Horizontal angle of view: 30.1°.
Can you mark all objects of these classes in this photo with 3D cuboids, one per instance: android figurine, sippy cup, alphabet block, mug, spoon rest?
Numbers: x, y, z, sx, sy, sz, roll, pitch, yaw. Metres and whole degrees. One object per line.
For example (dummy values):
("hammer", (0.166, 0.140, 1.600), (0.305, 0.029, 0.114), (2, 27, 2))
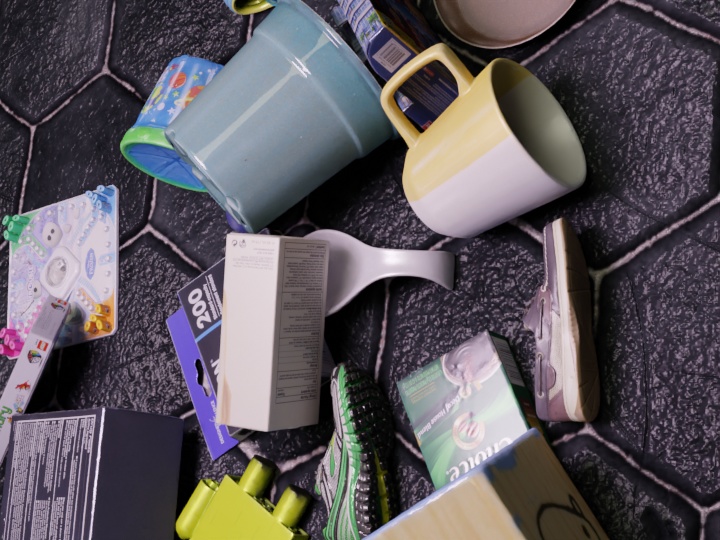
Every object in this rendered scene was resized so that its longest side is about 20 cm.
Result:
("android figurine", (-0.134, 0.311, 1.480), (0.182, 0.041, 0.201), (35, 97, 36))
("sippy cup", (-0.205, -0.181, 1.615), (0.177, 0.140, 0.131), (9, 71, 27))
("alphabet block", (0.112, 0.287, 1.187), (0.196, 0.195, 0.201), (-37, 81, 23))
("mug", (0.116, -0.126, 1.362), (0.153, 0.149, 0.188), (-35, 75, 32))
("spoon rest", (0.000, 0.000, 1.445), (0.199, 0.061, 0.100), (-5, 74, 26))

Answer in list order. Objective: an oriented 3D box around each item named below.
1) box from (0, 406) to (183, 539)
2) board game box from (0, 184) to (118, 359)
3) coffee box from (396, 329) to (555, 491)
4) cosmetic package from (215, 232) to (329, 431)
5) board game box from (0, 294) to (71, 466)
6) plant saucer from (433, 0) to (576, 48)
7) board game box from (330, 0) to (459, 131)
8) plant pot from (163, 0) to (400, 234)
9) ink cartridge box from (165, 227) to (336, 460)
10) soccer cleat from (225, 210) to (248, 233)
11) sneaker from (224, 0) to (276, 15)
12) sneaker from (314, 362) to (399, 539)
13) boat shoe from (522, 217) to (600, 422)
("box", (-0.313, 0.267, 1.549), (0.198, 0.123, 0.202), (-9, 72, 45))
("board game box", (-0.398, 0.002, 1.757), (0.199, 0.026, 0.202), (-14, 70, 31))
("coffee box", (0.123, 0.174, 1.334), (0.123, 0.044, 0.201), (-32, 62, 23))
("cosmetic package", (-0.092, 0.064, 1.418), (0.071, 0.105, 0.202), (5, 90, 30))
("board game box", (-0.419, 0.142, 1.664), (0.126, 0.034, 0.201), (-96, 32, -71))
("plant saucer", (0.169, -0.331, 1.449), (0.199, 0.032, 0.202), (-10, 73, 33))
("board game box", (0.037, -0.246, 1.444), (0.062, 0.200, 0.200), (-42, 43, 17))
("plant pot", (-0.092, -0.156, 1.443), (0.196, 0.200, 0.200), (-42, 55, -7))
("ink cartridge box", (-0.140, 0.085, 1.544), (0.200, 0.043, 0.199), (-36, 61, 23))
("soccer cleat", (-0.111, -0.134, 1.571), (0.064, 0.084, 0.201), (19, 71, -2))
("sneaker", (-0.109, -0.398, 1.635), (0.200, 0.079, 0.131), (-51, 52, 24))
("sneaker", (-0.016, 0.195, 1.405), (0.085, 0.078, 0.202), (-13, 70, 32))
("boat shoe", (0.189, 0.050, 1.307), (0.064, 0.072, 0.202), (-11, 77, 27))
